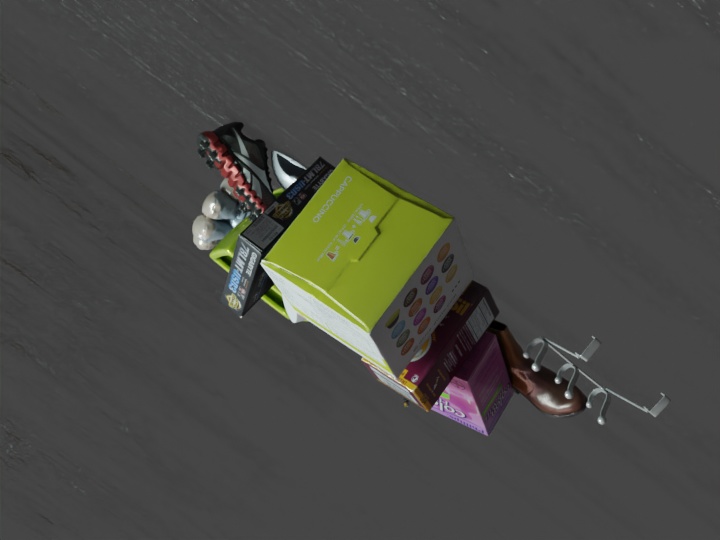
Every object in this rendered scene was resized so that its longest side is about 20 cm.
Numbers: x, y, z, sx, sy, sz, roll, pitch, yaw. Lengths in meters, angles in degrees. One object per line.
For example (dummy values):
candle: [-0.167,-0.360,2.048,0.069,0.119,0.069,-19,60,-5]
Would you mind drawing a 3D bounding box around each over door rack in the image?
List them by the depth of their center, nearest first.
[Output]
over door rack: [0.335,0.163,1.352,0.148,0.067,0.200,38,168,-9]

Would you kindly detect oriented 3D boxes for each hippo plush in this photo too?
hippo plush: [-0.231,-0.076,1.838,0.161,0.160,0.200,35,168,10]

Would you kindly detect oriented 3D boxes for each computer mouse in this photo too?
computer mouse: [-0.074,-0.123,1.486,0.200,0.044,0.110,35,169,10]

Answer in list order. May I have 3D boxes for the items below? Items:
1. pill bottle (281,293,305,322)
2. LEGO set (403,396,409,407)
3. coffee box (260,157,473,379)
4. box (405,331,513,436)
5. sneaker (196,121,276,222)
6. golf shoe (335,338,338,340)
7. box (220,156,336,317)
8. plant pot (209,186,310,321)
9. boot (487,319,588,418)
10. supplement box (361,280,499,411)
pill bottle: [-0.024,0.025,1.498,0.104,0.199,0.105,165,90,-72]
LEGO set: [0.094,0.153,1.793,0.200,0.154,0.116,56,162,-15]
coffee box: [0.015,-0.001,1.315,0.200,0.200,0.198,32,167,25]
box: [0.148,0.166,1.554,0.175,0.097,0.200,22,156,31]
sneaker: [-0.175,-0.157,1.488,0.201,0.098,0.071,54,160,-4]
golf shoe: [0.030,0.077,1.595,0.088,0.078,0.200,24,-152,24]
box: [-0.122,-0.048,1.393,0.050,0.199,0.200,38,146,8]
plant pot: [-0.127,-0.039,1.623,0.199,0.182,0.200,40,168,-13]
boot: [0.277,0.148,1.531,0.188,0.068,0.200,35,163,49]
supplement box: [0.110,0.100,1.427,0.110,0.200,0.086,29,165,33]
